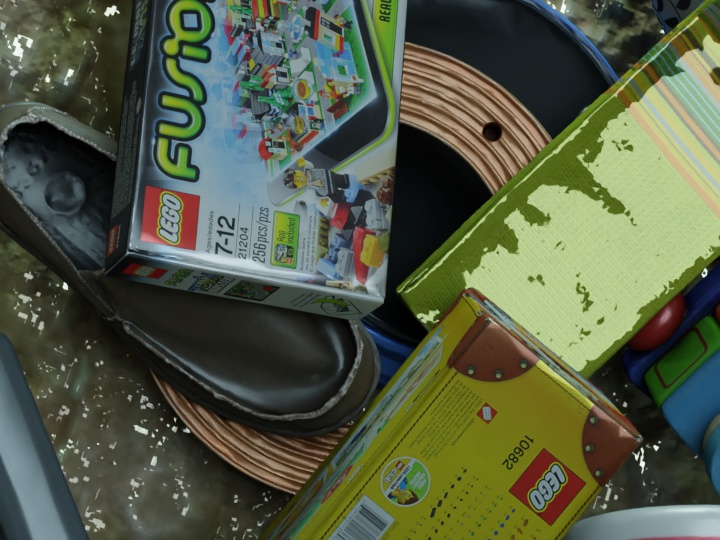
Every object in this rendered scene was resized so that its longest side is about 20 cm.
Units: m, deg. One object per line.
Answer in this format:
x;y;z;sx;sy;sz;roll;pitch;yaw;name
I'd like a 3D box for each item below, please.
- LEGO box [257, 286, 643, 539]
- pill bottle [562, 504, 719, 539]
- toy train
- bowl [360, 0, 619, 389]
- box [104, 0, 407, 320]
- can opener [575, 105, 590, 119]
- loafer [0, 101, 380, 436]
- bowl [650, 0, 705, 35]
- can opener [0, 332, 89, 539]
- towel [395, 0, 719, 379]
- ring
0.013;0.111;1.117;0.077;0.149;0.200;39;93;-3;LEGO box
0.142;0.208;1.185;0.119;0.120;0.201;5;73;-17;pill bottle
0.208;0.009;1.205;0.200;0.116;0.085;-44;116;13;toy train
0.039;-0.043;1.271;0.200;0.039;0.202;5;72;-17;bowl
-0.038;-0.087;1.141;0.110;0.035;0.201;10;73;-19;box
0.180;-0.022;1.275;0.200;0.063;0.079;37;54;-27;can opener
-0.082;0.002;1.160;0.200;0.071;0.073;32;85;1;loafer
0.216;-0.118;1.300;0.200;0.201;0.095;-6;111;-20;bowl
-0.137;0.124;1.154;0.066;0.053;0.201;-14;79;-21;can opener
0.114;-0.027;1.201;0.200;0.018;0.086;-43;88;-5;towel
0.000;0.000;1.210;0.199;0.019;0.202;0;85;-3;ring
